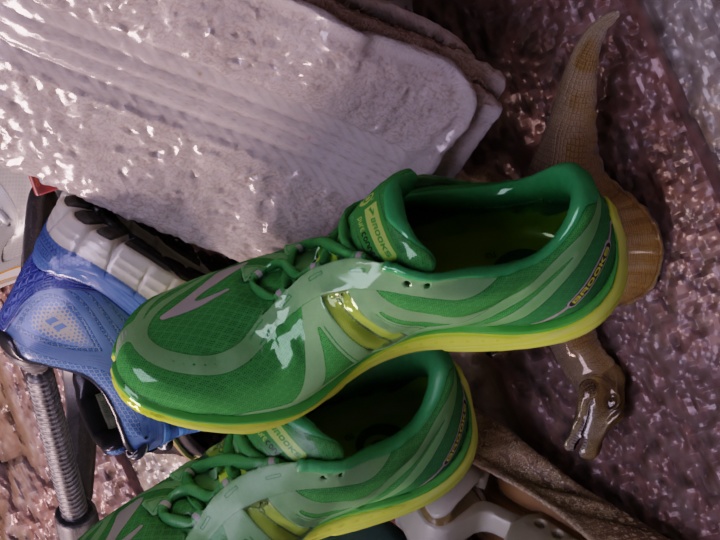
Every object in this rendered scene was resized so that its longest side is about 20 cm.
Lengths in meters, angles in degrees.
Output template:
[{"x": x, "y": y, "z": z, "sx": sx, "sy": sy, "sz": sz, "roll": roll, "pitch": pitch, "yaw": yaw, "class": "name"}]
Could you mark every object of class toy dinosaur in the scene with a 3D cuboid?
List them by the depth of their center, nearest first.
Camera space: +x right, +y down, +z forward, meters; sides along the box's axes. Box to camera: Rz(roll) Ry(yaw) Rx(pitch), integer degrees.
[{"x": 0.075, "y": -0.023, "z": 0.787, "sx": 0.101, "sy": 0.058, "sz": 0.200, "roll": 7, "pitch": 119, "yaw": 21, "class": "toy dinosaur"}]

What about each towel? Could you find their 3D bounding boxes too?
[{"x": -0.057, "y": -0.064, "z": 0.727, "sx": 0.200, "sy": 0.034, "sz": 0.133, "roll": 21, "pitch": 130, "yaw": -15, "class": "towel"}]

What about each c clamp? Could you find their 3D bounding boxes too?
[{"x": -0.142, "y": 0.065, "z": 0.921, "sx": 0.027, "sy": 0.171, "sz": 0.200, "roll": -3, "pitch": 127, "yaw": 2, "class": "c clamp"}]

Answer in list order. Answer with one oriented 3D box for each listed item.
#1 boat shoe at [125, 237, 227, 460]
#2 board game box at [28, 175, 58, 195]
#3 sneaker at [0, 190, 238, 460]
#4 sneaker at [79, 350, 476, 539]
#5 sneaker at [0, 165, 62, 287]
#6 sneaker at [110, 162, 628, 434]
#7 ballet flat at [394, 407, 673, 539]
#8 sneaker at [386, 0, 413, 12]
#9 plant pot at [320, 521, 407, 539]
[{"x": -0.097, "y": 0.017, "z": 0.892, "sx": 0.061, "sy": 0.072, "sz": 0.201, "roll": 11, "pitch": 142, "yaw": 11, "class": "boat shoe"}, {"x": -0.165, "y": -0.118, "z": 0.858, "sx": 0.200, "sy": 0.019, "sz": 0.103, "roll": -121, "pitch": 14, "yaw": -60, "class": "board game box"}, {"x": -0.078, "y": 0.039, "z": 0.828, "sx": 0.089, "sy": 0.200, "sz": 0.079, "roll": -48, "pitch": 42, "yaw": 10, "class": "sneaker"}, {"x": -0.043, "y": 0.084, "z": 0.768, "sx": 0.074, "sy": 0.200, "sz": 0.084, "roll": 43, "pitch": 153, "yaw": 35, "class": "sneaker"}, {"x": -0.212, "y": -0.011, "z": 0.984, "sx": 0.200, "sy": 0.092, "sz": 0.076, "roll": -41, "pitch": 81, "yaw": 41, "class": "sneaker"}, {"x": 0.000, "y": 0.000, "z": 0.714, "sx": 0.084, "sy": 0.200, "sz": 0.074, "roll": 77, "pitch": 175, "yaw": -50, "class": "sneaker"}, {"x": 0.063, "y": 0.111, "z": 0.828, "sx": 0.200, "sy": 0.065, "sz": 0.071, "roll": 26, "pitch": 124, "yaw": 30, "class": "ballet flat"}, {"x": -0.053, "y": -0.092, "z": 0.852, "sx": 0.200, "sy": 0.075, "sz": 0.100, "roll": 6, "pitch": 96, "yaw": 34, "class": "sneaker"}, {"x": 0.014, "y": 0.217, "z": 0.837, "sx": 0.188, "sy": 0.200, "sz": 0.200, "roll": 52, "pitch": 132, "yaw": 31, "class": "plant pot"}]
